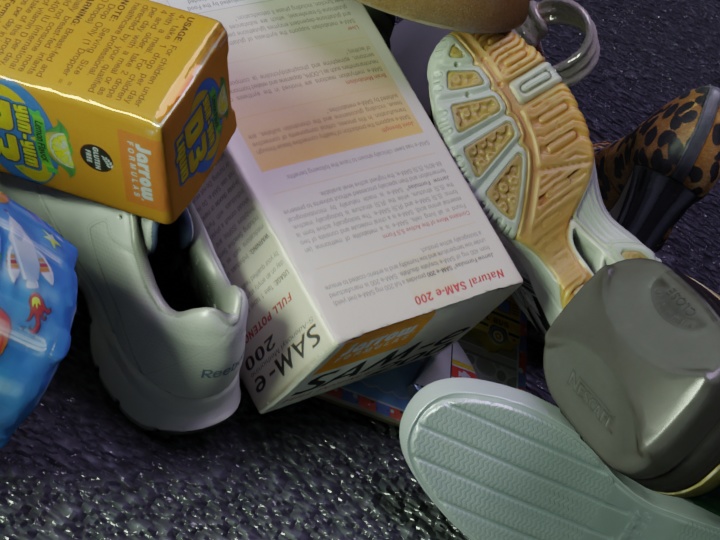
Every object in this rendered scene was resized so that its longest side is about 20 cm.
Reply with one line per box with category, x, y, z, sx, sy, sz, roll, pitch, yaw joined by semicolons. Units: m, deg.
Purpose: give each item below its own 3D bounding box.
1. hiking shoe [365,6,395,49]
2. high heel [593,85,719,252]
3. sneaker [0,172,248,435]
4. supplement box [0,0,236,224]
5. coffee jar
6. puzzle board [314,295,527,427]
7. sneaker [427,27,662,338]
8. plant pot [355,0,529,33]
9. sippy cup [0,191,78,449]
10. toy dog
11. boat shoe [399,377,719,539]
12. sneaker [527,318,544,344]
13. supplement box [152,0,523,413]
hiking shoe;-0.034;-0.146;1.231;0.076;0.101;0.200;27;-16;-30
high heel;0.183;-0.076;1.352;0.071;0.143;0.200;25;25;-7
sneaker;-0.109;-0.025;0.968;0.074;0.087;0.200;-29;69;-37
supplement box;-0.155;-0.088;0.927;0.200;0.067;0.069;16;53;15
coffee jar;0.174;0.067;1.006;0.200;0.085;0.104;26;18;-44
puzzle board;0.000;0.000;1.076;0.200;0.017;0.151;21;51;-23
sneaker;0.084;-0.024;1.083;0.076;0.088;0.200;-28;90;-17
plant pot;-0.001;-0.180;1.081;0.200;0.027;0.200;23;26;-12
sippy cup;-0.184;0.006;0.840;0.130;0.178;0.140;26;-8;-32
toy dog;0.052;-0.126;1.295;0.132;0.200;0.096;65;18;15
boat shoe;0.099;0.104;1.023;0.200;0.072;0.062;30;12;-22
sneaker;0.088;0.017;1.184;0.200;0.075;0.082;24;39;5
supplement box;-0.031;-0.048;1.021;0.126;0.074;0.200;-16;71;-42
